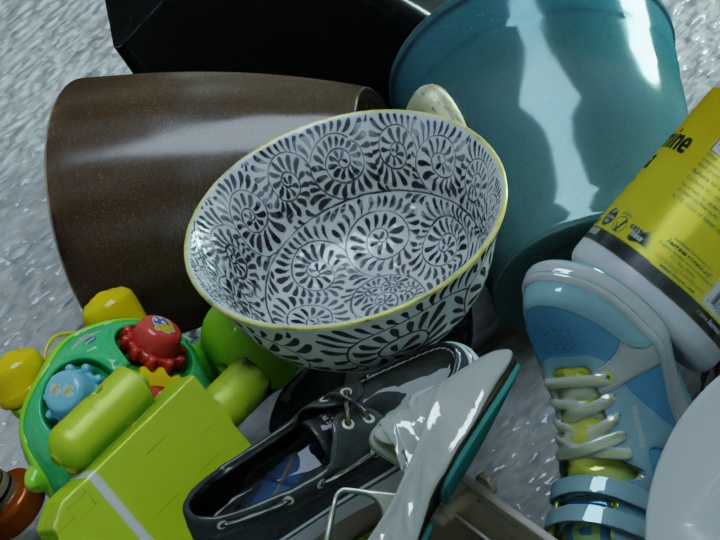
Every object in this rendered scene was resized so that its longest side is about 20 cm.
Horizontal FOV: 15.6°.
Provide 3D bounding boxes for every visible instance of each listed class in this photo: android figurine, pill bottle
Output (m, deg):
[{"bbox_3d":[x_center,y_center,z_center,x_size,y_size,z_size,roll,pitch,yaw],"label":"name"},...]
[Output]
[{"bbox_3d":[-0.110,0.149,1.552,0.200,0.182,0.041,-46,14,-23],"label":"android figurine"},{"bbox_3d":[0.231,-0.046,1.596,0.200,0.112,0.112,-49,47,-3],"label":"pill bottle"}]

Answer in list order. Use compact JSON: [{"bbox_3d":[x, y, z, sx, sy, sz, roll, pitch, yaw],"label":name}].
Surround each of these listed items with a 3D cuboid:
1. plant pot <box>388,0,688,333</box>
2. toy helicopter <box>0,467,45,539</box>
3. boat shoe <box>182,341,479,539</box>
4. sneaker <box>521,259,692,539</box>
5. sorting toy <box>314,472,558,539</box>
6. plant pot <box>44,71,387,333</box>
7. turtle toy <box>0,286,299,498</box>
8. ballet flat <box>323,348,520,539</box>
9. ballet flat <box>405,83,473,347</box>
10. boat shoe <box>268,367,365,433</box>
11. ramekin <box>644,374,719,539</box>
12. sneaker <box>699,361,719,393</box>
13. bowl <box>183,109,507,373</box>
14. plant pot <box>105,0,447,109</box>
[{"bbox_3d":[0.134,-0.067,1.736,0.200,0.200,0.188,-12,54,-1],"label":"plant pot"},{"bbox_3d":[-0.293,0.143,1.676,0.132,0.079,0.200,-50,30,-4],"label":"toy helicopter"},{"bbox_3d":[-0.014,0.103,1.516,0.200,0.057,0.069,-37,46,-7],"label":"boat shoe"},{"bbox_3d":[0.138,0.097,1.534,0.079,0.200,0.131,-4,45,36],"label":"sneaker"},{"bbox_3d":[0.023,0.196,1.522,0.180,0.107,0.200,-38,46,-19],"label":"sorting toy"},{"bbox_3d":[-0.078,-0.056,1.738,0.200,0.187,0.187,-11,38,18],"label":"plant pot"},{"bbox_3d":[-0.126,0.081,1.632,0.200,0.146,0.101,-35,11,-25],"label":"turtle toy"},{"bbox_3d":[0.022,0.123,1.469,0.069,0.069,0.200,19,76,31],"label":"ballet flat"},{"bbox_3d":[0.043,-0.020,1.674,0.057,0.200,0.066,-12,23,-29],"label":"ballet flat"},{"bbox_3d":[-0.016,0.039,1.730,0.062,0.073,0.200,2,47,10],"label":"boat shoe"},{"bbox_3d":[0.250,0.139,1.443,0.200,0.098,0.201,-25,56,43],"label":"ramekin"},{"bbox_3d":[0.249,0.071,1.626,0.081,0.075,0.200,-10,40,2],"label":"sneaker"},{"bbox_3d":[0.000,0.000,1.600,0.200,0.094,0.201,-10,40,8],"label":"bowl"},{"bbox_3d":[-0.075,-0.193,1.870,0.200,0.177,0.200,-44,35,22],"label":"plant pot"}]
